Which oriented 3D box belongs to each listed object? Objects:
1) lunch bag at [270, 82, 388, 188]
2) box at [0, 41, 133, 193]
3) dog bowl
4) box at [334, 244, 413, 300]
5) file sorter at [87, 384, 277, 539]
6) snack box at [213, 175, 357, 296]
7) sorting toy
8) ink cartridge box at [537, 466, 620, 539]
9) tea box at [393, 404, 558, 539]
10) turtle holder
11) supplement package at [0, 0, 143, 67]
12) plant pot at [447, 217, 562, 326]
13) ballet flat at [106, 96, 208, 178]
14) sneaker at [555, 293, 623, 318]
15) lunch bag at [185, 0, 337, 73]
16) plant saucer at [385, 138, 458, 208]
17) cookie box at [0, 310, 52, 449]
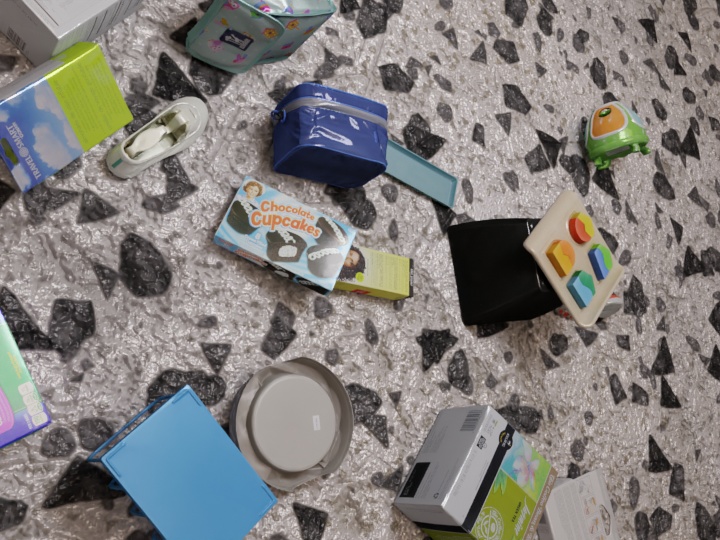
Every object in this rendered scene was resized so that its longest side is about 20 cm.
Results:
[{"bbox_3d":[-0.057,-0.232,1.206,0.200,0.136,0.132,10,71,-31],"label":"lunch bag"},{"bbox_3d":[-0.416,-0.210,0.977,0.200,0.048,0.122,-48,138,-34],"label":"box"},{"bbox_3d":[-0.108,0.232,1.096,0.200,0.059,0.200,9,73,-33],"label":"dog bowl"},{"bbox_3d":[0.000,0.000,1.237,0.200,0.050,0.075,11,71,-33],"label":"box"},{"bbox_3d":[-0.241,0.277,0.952,0.139,0.123,0.200,-42,103,-35],"label":"file sorter"},{"bbox_3d":[-0.117,-0.054,1.142,0.200,0.037,0.116,26,66,-7],"label":"snack box"},{"bbox_3d":[0.398,-0.024,1.308,0.200,0.036,0.185,51,56,-12],"label":"sorting toy"},{"bbox_3d":[0.422,0.503,1.398,0.176,0.045,0.200,-10,84,-35],"label":"ink cartridge box"},{"bbox_3d":[0.199,0.370,1.224,0.197,0.134,0.200,44,57,-18],"label":"tea box"},{"bbox_3d":[0.603,-0.320,1.683,0.185,0.141,0.132,-11,83,-35],"label":"turtle holder"},{"bbox_3d":[-0.406,-0.395,1.024,0.114,0.109,0.200,49,56,-14],"label":"supplement package"},{"bbox_3d":[0.312,-0.013,1.378,0.199,0.177,0.200,-2,78,-35],"label":"plant pot"},{"bbox_3d":[-0.292,-0.207,1.082,0.069,0.069,0.200,52,55,-12],"label":"ballet flat"},{"bbox_3d":[0.476,0.052,1.554,0.200,0.077,0.082,11,45,-33],"label":"sneaker"},{"bbox_3d":[-0.167,-0.406,1.154,0.200,0.170,0.122,-26,91,-40],"label":"lunch bag"},{"bbox_3d":[0.104,-0.187,1.379,0.200,0.019,0.070,24,65,-26],"label":"plant saucer"},{"bbox_3d":[-0.497,0.150,0.839,0.200,0.075,0.171,-26,93,-36],"label":"cookie box"}]
